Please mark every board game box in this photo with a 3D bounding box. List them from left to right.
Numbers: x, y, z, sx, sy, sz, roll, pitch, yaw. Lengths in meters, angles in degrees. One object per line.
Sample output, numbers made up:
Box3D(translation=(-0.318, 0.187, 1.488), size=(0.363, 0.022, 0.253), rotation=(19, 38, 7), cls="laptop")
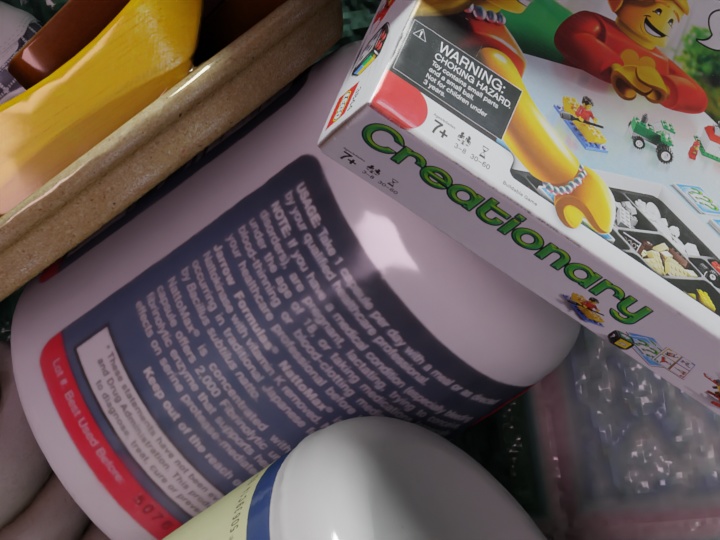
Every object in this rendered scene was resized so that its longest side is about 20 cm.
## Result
Box3D(translation=(0.096, -0.033, 0.732), size=(0.199, 0.127, 0.035), rotation=(33, 147, -14), cls="board game box")

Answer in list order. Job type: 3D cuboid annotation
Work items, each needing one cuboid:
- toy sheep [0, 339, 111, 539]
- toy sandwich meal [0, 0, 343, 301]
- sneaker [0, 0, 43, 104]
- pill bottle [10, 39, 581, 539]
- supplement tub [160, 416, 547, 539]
Box3D(translation=(-0.134, 0.097, 0.882), size=(0.137, 0.138, 0.201), rotation=(-3, 134, 22), cls="toy sheep")
Box3D(translation=(-0.083, -0.056, 0.799), size=(0.205, 0.205, 0.070), rotation=(-35, 96, 23), cls="toy sandwich meal")
Box3D(translation=(-0.161, -0.001, 0.911), size=(0.080, 0.076, 0.201), rotation=(25, 109, 7), cls="sneaker")
Box3D(translation=(0.000, 0.000, 0.816), size=(0.200, 0.119, 0.120), rotation=(-35, 85, 23), cls="pill bottle")
Box3D(translation=(-0.036, 0.150, 0.772), size=(0.200, 0.145, 0.146), rotation=(-35, 85, 23), cls="supplement tub")
